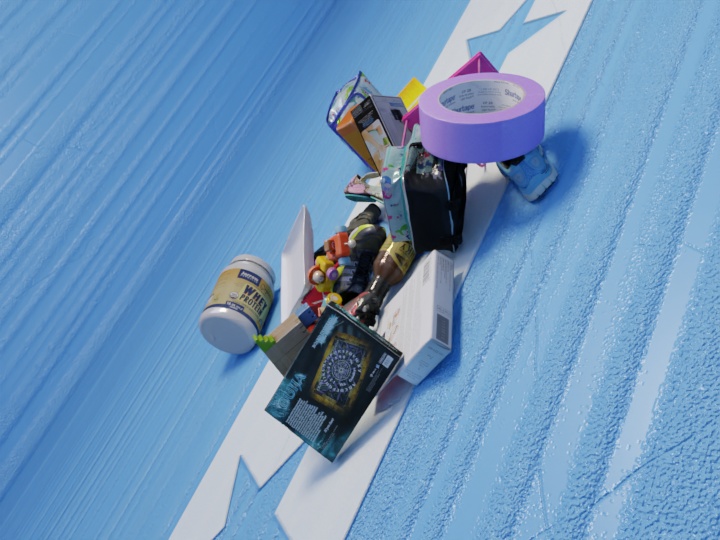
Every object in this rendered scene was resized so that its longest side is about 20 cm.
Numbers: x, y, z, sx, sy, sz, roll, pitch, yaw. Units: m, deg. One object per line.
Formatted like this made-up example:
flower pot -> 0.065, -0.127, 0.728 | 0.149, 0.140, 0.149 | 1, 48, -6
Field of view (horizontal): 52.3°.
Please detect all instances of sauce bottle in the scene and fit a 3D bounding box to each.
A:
sauce bottle -> 0.063, -0.023, 1.323 | 0.064, 0.064, 0.203 | -6, 51, 59

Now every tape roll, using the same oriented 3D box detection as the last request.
tape roll -> 0.189, -0.242, 1.147 | 0.194, 0.067, 0.202 | -6, 35, 4

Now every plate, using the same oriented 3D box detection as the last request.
plate -> -0.133, 0.000, 1.551 | 0.201, 0.031, 0.204 | 122, 149, -53

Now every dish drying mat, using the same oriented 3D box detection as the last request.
dish drying mat -> -0.031, 0.006, 1.453 | 0.200, 0.076, 0.018 | -44, 54, 18

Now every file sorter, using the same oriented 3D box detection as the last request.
file sorter -> 0.187, -0.261, 1.347 | 0.198, 0.138, 0.127 | -35, 28, 33

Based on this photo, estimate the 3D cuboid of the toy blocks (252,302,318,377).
toy blocks -> -0.064, 0.135, 1.184 | 0.136, 0.202, 0.100 | -39, 21, -6

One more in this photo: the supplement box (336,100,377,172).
supplement box -> 0.045, -0.253, 1.524 | 0.069, 0.200, 0.066 | -54, 23, -23

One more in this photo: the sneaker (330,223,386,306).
sneaker -> 0.000, 0.000, 1.372 | 0.082, 0.072, 0.203 | -102, 28, -47

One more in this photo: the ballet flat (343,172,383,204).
ballet flat -> 0.039, -0.168, 1.518 | 0.198, 0.068, 0.073 | 20, 89, 49

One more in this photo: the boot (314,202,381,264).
boot -> -0.036, -0.059, 1.590 | 0.198, 0.068, 0.131 | -33, 16, 38

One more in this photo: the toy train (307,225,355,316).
toy train -> -0.056, 0.027, 1.343 | 0.149, 0.054, 0.207 | -12, 82, 63

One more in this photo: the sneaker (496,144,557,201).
sneaker -> 0.250, -0.192, 1.182 | 0.078, 0.090, 0.201 | -45, 23, 12

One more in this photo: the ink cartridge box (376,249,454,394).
ink cartridge box -> 0.080, 0.094, 1.142 | 0.174, 0.043, 0.203 | -53, 18, 38

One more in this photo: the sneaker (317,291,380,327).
sneaker -> -0.046, 0.102, 1.278 | 0.202, 0.070, 0.099 | -51, 53, 19

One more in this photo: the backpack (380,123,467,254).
backpack -> 0.114, -0.147, 1.242 | 0.146, 0.180, 0.203 | 3, 47, 18

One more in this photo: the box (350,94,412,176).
box -> 0.071, -0.235, 1.419 | 0.060, 0.204, 0.115 | -30, -12, 35

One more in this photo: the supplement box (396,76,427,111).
supplement box -> 0.133, -0.321, 1.578 | 0.110, 0.108, 0.201 | -44, 23, 12

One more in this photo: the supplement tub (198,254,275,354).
supplement tub -> -0.285, 0.077, 1.728 | 0.143, 0.144, 0.203 | -31, 30, 39

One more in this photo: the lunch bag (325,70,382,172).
lunch bag -> 0.006, -0.359, 1.801 | 0.126, 0.169, 0.203 | -30, 29, 40

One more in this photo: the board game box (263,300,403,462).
board game box -> -0.043, 0.167, 1.095 | 0.203, 0.134, 0.028 | -57, -7, 16
